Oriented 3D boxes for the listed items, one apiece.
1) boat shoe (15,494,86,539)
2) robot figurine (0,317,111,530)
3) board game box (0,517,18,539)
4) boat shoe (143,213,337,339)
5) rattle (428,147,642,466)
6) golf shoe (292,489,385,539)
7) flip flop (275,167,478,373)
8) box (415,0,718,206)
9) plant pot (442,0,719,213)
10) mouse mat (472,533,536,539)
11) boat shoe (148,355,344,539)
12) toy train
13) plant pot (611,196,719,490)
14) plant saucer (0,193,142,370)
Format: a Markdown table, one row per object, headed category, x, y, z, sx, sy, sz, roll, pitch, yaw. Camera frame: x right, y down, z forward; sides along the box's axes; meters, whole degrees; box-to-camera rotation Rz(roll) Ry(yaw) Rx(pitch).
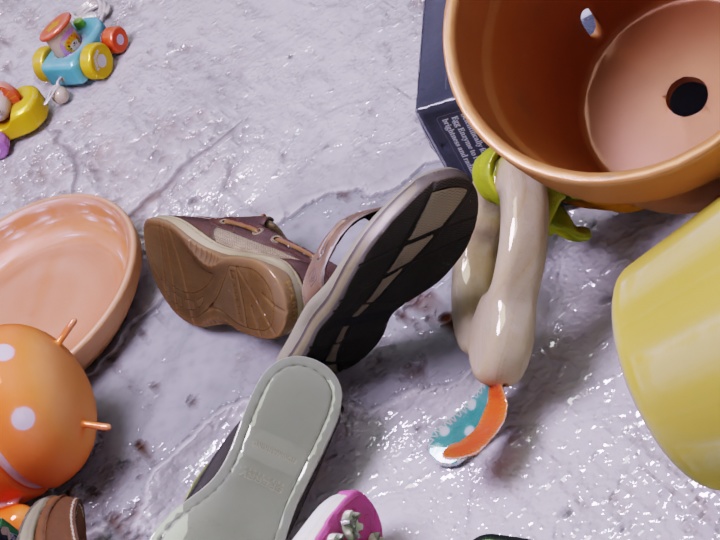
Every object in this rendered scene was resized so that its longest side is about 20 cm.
| category | x | y | z | sx | sy | sz | roll | pitch | yaw |
| --- | --- | --- | --- | --- | --- | --- | --- | --- | --- |
| boat shoe | -0.166 | 0.211 | 1.135 | 0.073 | 0.076 | 0.200 | -7 | 35 | -2 |
| robot figurine | -0.258 | 0.106 | 1.258 | 0.199 | 0.117 | 0.144 | -26 | 27 | 15 |
| board game box | -0.293 | 0.249 | 1.180 | 0.200 | 0.029 | 0.135 | -29 | 38 | 24 |
| boat shoe | -0.078 | -0.003 | 1.303 | 0.072 | 0.072 | 0.200 | -18 | 18 | -31 |
| rattle | 0.119 | 0.030 | 1.151 | 0.130 | 0.142 | 0.201 | -40 | 42 | 48 |
| golf shoe | -0.051 | 0.205 | 1.055 | 0.091 | 0.075 | 0.200 | -3 | 47 | 36 |
| flip flop | 0.000 | 0.000 | 1.161 | 0.081 | 0.200 | 0.058 | -8 | 60 | -34 |
| box | 0.149 | -0.155 | 1.252 | 0.199 | 0.118 | 0.197 | -15 | 42 | 20 |
| plant pot | 0.161 | -0.117 | 1.047 | 0.199 | 0.140 | 0.201 | -9 | 68 | 22 |
| mouse mat | 0.085 | 0.227 | 0.989 | 0.160 | 0.008 | 0.200 | 4 | 51 | 37 |
| boat shoe | -0.072 | 0.147 | 1.141 | 0.072 | 0.061 | 0.202 | 29 | 68 | 6 |
| toy train | -0.296 | -0.172 | 1.624 | 0.200 | 0.056 | 0.150 | -36 | 39 | -2 |
| plant pot | 0.237 | 0.019 | 0.964 | 0.188 | 0.201 | 0.201 | -26 | 37 | 32 |
| plant saucer | -0.242 | 0.029 | 1.394 | 0.199 | 0.038 | 0.201 | -20 | 40 | 17 |
